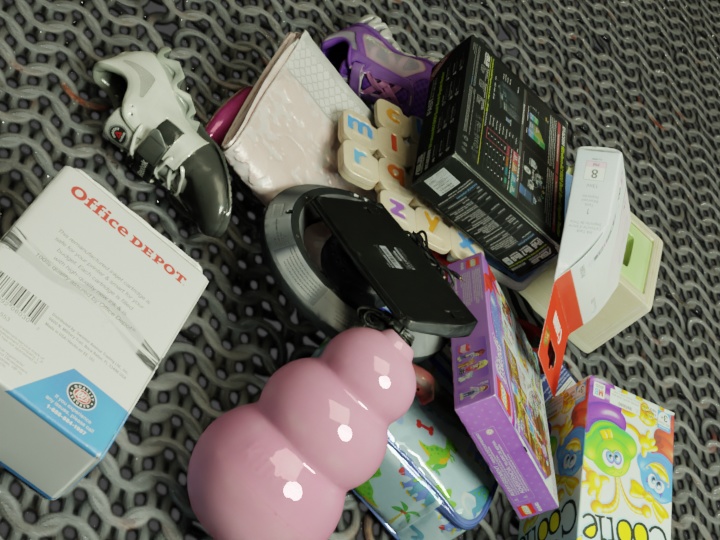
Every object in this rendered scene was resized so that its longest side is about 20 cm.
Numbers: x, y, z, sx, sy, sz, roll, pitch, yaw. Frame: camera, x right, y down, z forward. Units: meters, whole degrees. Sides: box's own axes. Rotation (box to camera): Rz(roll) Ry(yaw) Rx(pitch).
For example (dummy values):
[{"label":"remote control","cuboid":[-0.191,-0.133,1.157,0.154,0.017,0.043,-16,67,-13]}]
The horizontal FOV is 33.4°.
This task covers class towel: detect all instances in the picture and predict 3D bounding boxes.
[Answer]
[{"label":"towel","cuboid":[-0.035,-0.107,1.163,0.200,0.032,0.192,49,45,-27]}]

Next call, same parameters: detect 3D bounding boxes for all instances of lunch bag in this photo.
[{"label":"lunch bag","cuboid":[0.039,0.131,1.064,0.200,0.082,0.161,48,35,-3]}]

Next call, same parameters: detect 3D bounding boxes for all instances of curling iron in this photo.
[{"label":"curling iron","cuboid":[0.057,0.096,0.991,0.200,0.049,0.026,49,60,-34]}]

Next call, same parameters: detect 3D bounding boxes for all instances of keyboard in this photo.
[{"label":"keyboard","cuboid":[0.030,0.005,0.998,0.103,0.040,0.200,6,30,-30]}]

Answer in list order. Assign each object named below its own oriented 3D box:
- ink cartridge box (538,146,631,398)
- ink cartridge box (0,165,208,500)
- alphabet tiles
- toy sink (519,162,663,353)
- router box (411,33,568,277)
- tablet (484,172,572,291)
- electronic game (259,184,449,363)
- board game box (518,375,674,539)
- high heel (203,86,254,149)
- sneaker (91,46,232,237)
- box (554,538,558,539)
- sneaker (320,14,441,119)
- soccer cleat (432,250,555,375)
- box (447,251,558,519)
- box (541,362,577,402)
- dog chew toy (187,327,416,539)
[{"label":"ink cartridge box","cuboid":[0.215,0.008,1.137,0.163,0.056,0.202,54,43,-65]},{"label":"ink cartridge box","cuboid":[-0.222,0.041,0.889,0.146,0.086,0.201,39,39,-12]},{"label":"alphabet tiles","cuboid":[0.064,-0.085,1.172,0.198,0.015,0.197,24,38,-22]},{"label":"toy sink","cuboid":[0.231,-0.033,1.346,0.200,0.112,0.131,40,40,-10]},{"label":"router box","cuboid":[0.131,-0.114,1.171,0.149,0.062,0.201,38,40,-22]},{"label":"tablet","cuboid":[0.164,-0.057,1.242,0.129,0.014,0.200,33,45,22]},{"label":"electronic game","cuboid":[0.000,0.000,1.057,0.198,0.042,0.201,26,35,-20]},{"label":"board game box","cuboid":[0.216,0.219,1.104,0.104,0.103,0.202,23,55,-17]},{"label":"high heel","cuboid":[-0.079,-0.132,1.169,0.096,0.068,0.200,41,35,7]},{"label":"sneaker","cuboid":[-0.182,-0.109,1.067,0.088,0.074,0.201,-11,61,-36]},{"label":"box","cuboid":[0.198,0.341,0.990,0.199,0.159,0.048,34,0,-16]},{"label":"sneaker","cuboid":[0.024,-0.206,1.297,0.088,0.081,0.200,-15,43,-36]},{"label":"soccer cleat","cuboid":[0.124,0.032,1.226,0.200,0.069,0.085,42,17,18]},{"label":"box","cuboid":[0.122,0.096,1.052,0.138,0.039,0.201,59,19,-30]},{"label":"box","cuboid":[0.217,0.178,1.227,0.201,0.032,0.121,51,40,4]},{"label":"dog chew toy","cuboid":[-0.036,0.125,0.905,0.125,0.200,0.125,44,1,0]}]
